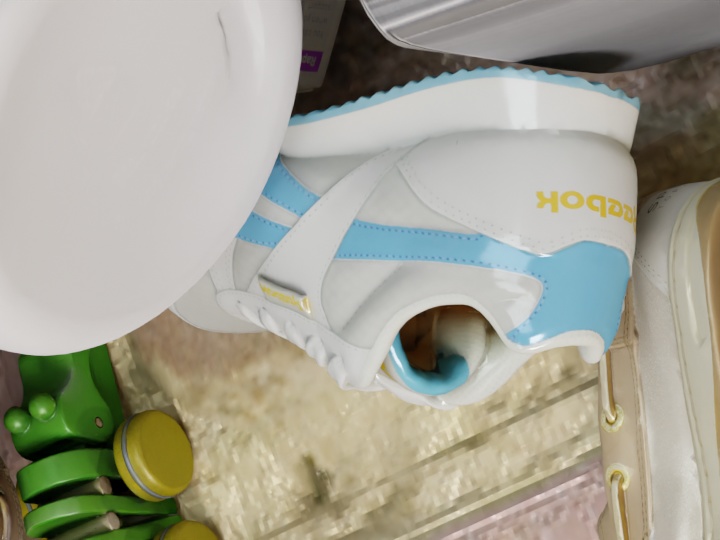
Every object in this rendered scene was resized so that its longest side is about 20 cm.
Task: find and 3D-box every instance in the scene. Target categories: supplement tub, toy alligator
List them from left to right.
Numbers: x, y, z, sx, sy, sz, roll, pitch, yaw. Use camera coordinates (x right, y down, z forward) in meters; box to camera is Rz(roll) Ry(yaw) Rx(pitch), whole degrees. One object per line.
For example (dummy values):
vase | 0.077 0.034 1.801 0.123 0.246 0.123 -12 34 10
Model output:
supplement tub | -0.131 -0.077 0.663 0.199 0.144 0.145 28 107 31
toy alligator | -0.097 0.065 0.795 0.059 0.054 0.201 -25 79 30

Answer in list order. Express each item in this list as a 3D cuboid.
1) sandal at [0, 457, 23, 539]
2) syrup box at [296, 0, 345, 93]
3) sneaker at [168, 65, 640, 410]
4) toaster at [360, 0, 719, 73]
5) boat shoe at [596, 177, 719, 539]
sandal | -0.142 0.086 0.783 0.080 0.057 0.202 43 158 39
syrup box | -0.038 -0.162 0.730 0.078 0.081 0.201 25 105 32
sneaker | 0.000 0.000 0.689 0.200 0.076 0.081 -16 68 52
toaster | 0.064 -0.150 0.597 0.118 0.200 0.182 -19 83 27
boat shoe | 0.103 0.073 0.666 0.069 0.073 0.201 1 94 56
